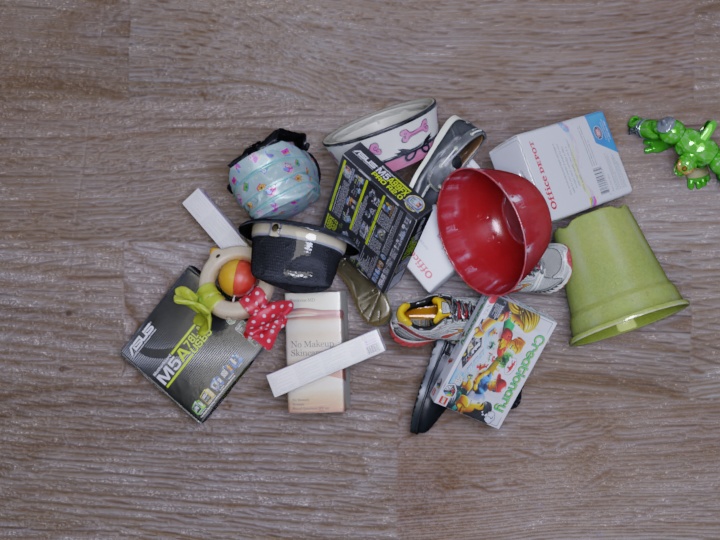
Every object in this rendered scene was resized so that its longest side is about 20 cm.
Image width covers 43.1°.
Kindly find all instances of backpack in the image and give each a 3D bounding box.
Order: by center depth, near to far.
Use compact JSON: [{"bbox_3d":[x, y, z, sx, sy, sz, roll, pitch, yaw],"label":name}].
[{"bbox_3d":[-0.139,-0.148,1.503,0.166,0.200,0.127,-35,86,3],"label":"backpack"}]

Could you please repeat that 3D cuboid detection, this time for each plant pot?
[{"bbox_3d":[0.403,0.002,1.471,0.198,0.200,0.186,-18,76,4],"label":"plant pot"}]

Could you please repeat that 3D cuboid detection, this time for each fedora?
[{"bbox_3d":[-0.103,-0.016,1.444,0.198,0.201,0.093,10,80,5],"label":"fedora"}]

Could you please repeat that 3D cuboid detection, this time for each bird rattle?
[{"bbox_3d":[-0.203,0.034,1.499,0.197,0.113,0.165,2,67,17],"label":"bird rattle"}]

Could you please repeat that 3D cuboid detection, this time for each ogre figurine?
[{"bbox_3d":[0.536,-0.198,1.485,0.098,0.120,0.201,-38,86,3],"label":"ogre figurine"}]

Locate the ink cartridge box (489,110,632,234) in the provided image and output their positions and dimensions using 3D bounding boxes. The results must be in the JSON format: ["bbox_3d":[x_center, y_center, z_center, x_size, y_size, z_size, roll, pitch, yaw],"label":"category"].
[{"bbox_3d":[0.323,-0.159,1.474,0.198,0.084,0.146,-18,87,-32],"label":"ink cartridge box"}]

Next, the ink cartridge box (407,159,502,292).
[{"bbox_3d":[0.143,-0.079,1.527,0.200,0.085,0.145,-41,84,4],"label":"ink cartridge box"}]

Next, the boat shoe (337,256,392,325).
[{"bbox_3d":[0.003,0.000,1.566,0.073,0.063,0.202,-27,81,9],"label":"boat shoe"}]

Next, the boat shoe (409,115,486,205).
[{"bbox_3d":[0.127,-0.147,1.443,0.067,0.072,0.201,31,88,21],"label":"boat shoe"}]

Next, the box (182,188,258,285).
[{"bbox_3d":[-0.227,-0.054,1.582,0.041,0.039,0.200,-42,86,3],"label":"box"}]

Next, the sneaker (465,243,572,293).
[{"bbox_3d":[0.255,0.005,1.474,0.199,0.082,0.079,-18,75,43],"label":"sneaker"}]

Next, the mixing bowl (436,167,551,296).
[{"bbox_3d":[0.219,-0.072,1.392,0.107,0.200,0.202,-20,87,-30],"label":"mixing bowl"}]

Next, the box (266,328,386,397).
[{"bbox_3d":[-0.055,0.150,1.483,0.198,0.039,0.042,-24,87,3],"label":"box"}]

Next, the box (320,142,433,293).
[{"bbox_3d":[0.019,-0.079,1.444,0.160,0.201,0.044,43,55,16],"label":"box"}]

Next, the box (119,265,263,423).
[{"bbox_3d":[-0.285,0.129,1.588,0.193,0.048,0.200,40,92,3],"label":"box"}]

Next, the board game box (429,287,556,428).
[{"bbox_3d":[0.211,0.142,1.454,0.125,0.035,0.202,23,102,-16],"label":"board game box"}]

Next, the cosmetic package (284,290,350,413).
[{"bbox_3d":[-0.072,0.136,1.548,0.102,0.087,0.203,-3,89,6],"label":"cosmetic package"}]

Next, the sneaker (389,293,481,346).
[{"bbox_3d":[0.148,0.079,1.478,0.197,0.082,0.079,-8,64,-4],"label":"sneaker"}]

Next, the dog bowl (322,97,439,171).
[{"bbox_3d":[0.042,-0.214,1.499,0.198,0.200,0.075,-20,108,4],"label":"dog bowl"}]

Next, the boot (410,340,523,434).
[{"bbox_3d":[0.185,0.202,1.529,0.166,0.076,0.202,19,85,9],"label":"boot"}]
